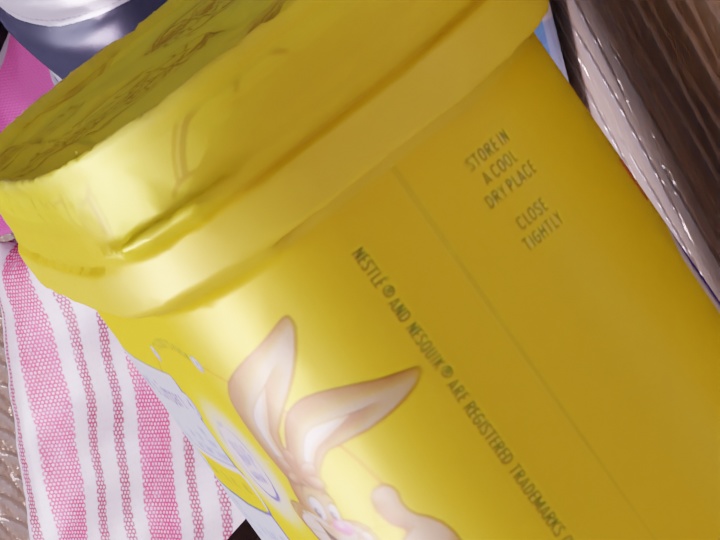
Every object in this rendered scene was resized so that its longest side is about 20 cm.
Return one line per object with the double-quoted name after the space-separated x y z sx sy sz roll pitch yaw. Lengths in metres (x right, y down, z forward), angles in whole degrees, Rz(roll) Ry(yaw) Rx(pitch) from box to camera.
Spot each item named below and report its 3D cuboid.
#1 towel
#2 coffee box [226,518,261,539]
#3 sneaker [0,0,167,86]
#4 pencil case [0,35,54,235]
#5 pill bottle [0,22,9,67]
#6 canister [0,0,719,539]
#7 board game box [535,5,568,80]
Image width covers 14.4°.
-0.055 0.051 0.852 0.199 0.030 0.147 -10 86 53 "towel"
0.046 0.139 0.709 0.200 0.080 0.113 38 -178 -10 "coffee box"
-0.060 -0.080 0.689 0.109 0.070 0.200 53 179 -27 "sneaker"
-0.132 -0.057 0.885 0.094 0.199 0.091 81 168 -44 "pencil case"
-0.143 -0.103 0.729 0.201 0.112 0.113 100 148 -48 "pill bottle"
0.027 0.038 0.500 0.200 0.086 0.148 54 170 -11 "canister"
-0.010 -0.110 0.590 0.152 0.036 0.200 61 176 29 "board game box"
